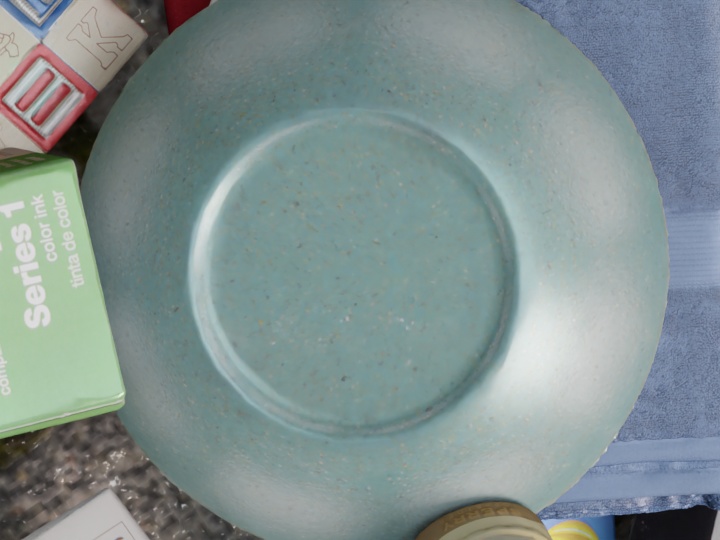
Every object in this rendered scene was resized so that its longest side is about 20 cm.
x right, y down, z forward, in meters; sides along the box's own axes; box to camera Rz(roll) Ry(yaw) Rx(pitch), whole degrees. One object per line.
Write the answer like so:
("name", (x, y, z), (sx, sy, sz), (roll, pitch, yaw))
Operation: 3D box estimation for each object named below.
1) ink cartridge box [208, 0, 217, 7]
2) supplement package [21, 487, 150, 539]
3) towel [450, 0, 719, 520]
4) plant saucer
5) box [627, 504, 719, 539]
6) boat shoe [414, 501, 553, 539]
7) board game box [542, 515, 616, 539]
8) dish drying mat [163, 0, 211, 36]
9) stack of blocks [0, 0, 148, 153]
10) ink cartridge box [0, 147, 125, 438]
("ink cartridge box", (-0.016, -0.048, 1.022), (0.094, 0.044, 0.200), (18, 82, 4))
("supplement package", (-0.085, 0.198, 1.025), (0.117, 0.117, 0.200), (-33, 80, -23))
("towel", (0.081, -0.016, 0.987), (0.112, 0.049, 0.200), (-3, 97, 7))
("plant saucer", (0.000, 0.000, 0.956), (0.201, 0.039, 0.201), (1, 97, 7))
("box", (0.196, 0.090, 1.082), (0.198, 0.123, 0.200), (16, 89, -57))
("boat shoe", (0.054, 0.173, 0.989), (0.071, 0.065, 0.200), (-18, 125, -7))
("board game box", (0.035, 0.130, 1.098), (0.103, 0.105, 0.200), (-6, 94, -13))
("dish drying mat", (-0.038, -0.127, 1.077), (0.077, 0.018, 0.200), (-13, 116, -15))
("stack of blocks", (-0.187, -0.047, 1.053), (0.115, 0.059, 0.200), (41, 83, -13))
("ink cartridge box", (-0.190, 0.022, 0.950), (0.200, 0.145, 0.084), (-14, 97, -13))
